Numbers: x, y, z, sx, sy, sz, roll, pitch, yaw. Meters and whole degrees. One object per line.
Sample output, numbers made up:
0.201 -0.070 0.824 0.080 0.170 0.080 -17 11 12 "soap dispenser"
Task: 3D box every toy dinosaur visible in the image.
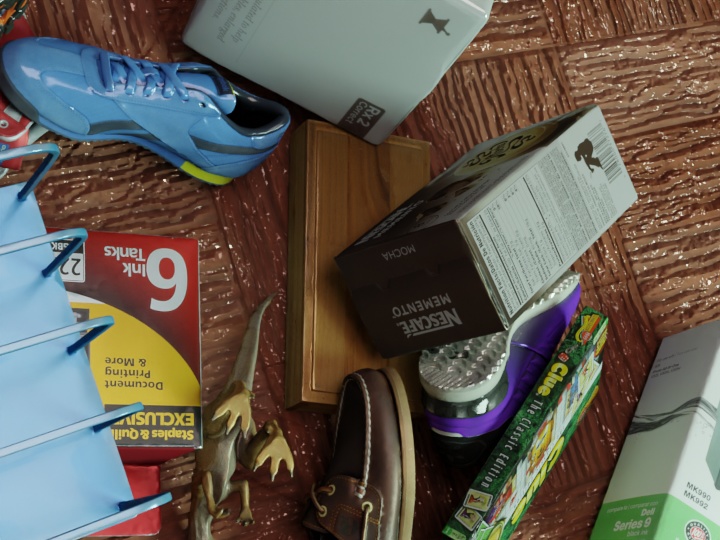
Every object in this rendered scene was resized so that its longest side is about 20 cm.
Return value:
-0.082 0.093 0.840 0.060 0.106 0.202 22 74 -23 "toy dinosaur"

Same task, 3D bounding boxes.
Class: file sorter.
-0.195 0.051 0.681 0.138 0.123 0.201 -17 85 -28 "file sorter"

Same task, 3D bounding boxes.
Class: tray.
0.000 0.000 0.936 0.098 0.037 0.202 8 71 -24 "tray"

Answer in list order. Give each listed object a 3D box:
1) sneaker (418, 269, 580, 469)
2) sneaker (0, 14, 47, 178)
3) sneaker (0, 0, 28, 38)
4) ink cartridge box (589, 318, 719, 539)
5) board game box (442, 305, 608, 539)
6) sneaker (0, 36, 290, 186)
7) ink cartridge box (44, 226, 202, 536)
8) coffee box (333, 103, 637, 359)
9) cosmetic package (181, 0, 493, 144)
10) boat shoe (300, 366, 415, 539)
0.099 0.069 0.949 0.200 0.069 0.100 -40 132 -48 "sneaker"
-0.277 -0.097 0.810 0.199 0.071 0.113 -25 83 -32 "sneaker"
-0.277 -0.131 0.747 0.078 0.075 0.200 46 60 -1 "sneaker"
0.272 0.158 0.992 0.145 0.084 0.201 33 63 -14 "ink cartridge box"
0.114 0.128 0.918 0.023 0.105 0.200 26 61 19 "board game box"
-0.133 -0.115 0.849 0.199 0.078 0.066 18 52 -40 "sneaker"
-0.199 0.068 0.791 0.198 0.084 0.177 3 75 -25 "ink cartridge box"
0.090 -0.029 0.910 0.200 0.113 0.080 -39 107 -44 "coffee box"
0.002 -0.233 0.915 0.164 0.165 0.201 26 56 -13 "cosmetic package"
-0.003 0.163 0.854 0.070 0.070 0.202 0 85 -18 "boat shoe"
